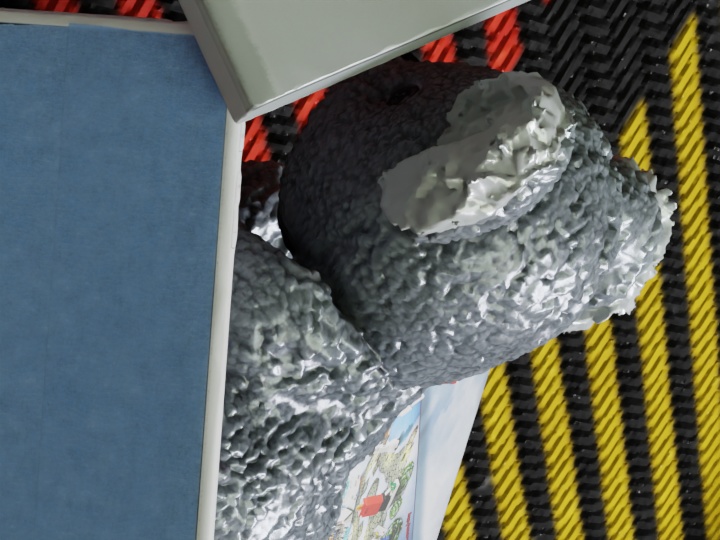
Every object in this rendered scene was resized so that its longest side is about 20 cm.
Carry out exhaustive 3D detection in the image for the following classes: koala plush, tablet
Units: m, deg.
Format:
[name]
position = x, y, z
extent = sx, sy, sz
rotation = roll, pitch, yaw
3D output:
[koala plush]
position = 0.000, 0.000, 0.869
extent = 0.199, 0.185, 0.177
rotation = -22, 158, 13
[tablet]
position = -0.101, 0.021, 0.810
extent = 0.014, 0.129, 0.201
rotation = -9, 103, -73

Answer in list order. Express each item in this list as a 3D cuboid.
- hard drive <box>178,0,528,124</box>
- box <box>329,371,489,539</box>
[hard drive]
position = -0.022, -0.160, 0.793
extent = 0.131, 0.201, 0.026
rotation = -24, 178, -24
[box]
position = -0.016, 0.067, 1.089
extent = 0.136, 0.038, 0.201
rotation = -9, 128, -36
